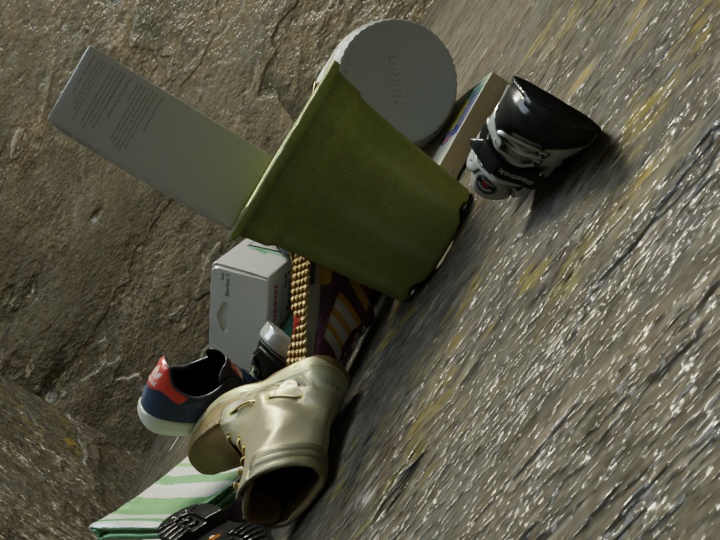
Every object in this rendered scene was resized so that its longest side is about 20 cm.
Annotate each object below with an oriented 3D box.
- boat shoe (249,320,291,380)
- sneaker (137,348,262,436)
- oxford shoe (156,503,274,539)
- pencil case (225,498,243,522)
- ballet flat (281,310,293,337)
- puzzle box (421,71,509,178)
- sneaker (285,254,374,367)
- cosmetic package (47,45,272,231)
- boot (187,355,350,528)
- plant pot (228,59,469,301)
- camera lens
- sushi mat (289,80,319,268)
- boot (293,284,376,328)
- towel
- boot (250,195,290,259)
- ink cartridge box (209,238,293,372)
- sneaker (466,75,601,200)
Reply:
[{"bbox_3d":[-0.092,0.115,1.211,0.064,0.071,0.200,-46,-14,-10],"label":"boat shoe"},{"bbox_3d":[-0.132,0.127,1.112,0.075,0.198,0.085,46,124,48],"label":"sneaker"},{"bbox_3d":[-0.109,0.264,0.908,0.072,0.085,0.200,-24,13,-23],"label":"oxford shoe"},{"bbox_3d":[-0.159,0.274,1.129,0.085,0.084,0.200,-35,11,2],"label":"pencil case"},{"bbox_3d":[-0.044,0.033,1.379,0.201,0.070,0.071,-60,8,-22],"label":"ballet flat"},{"bbox_3d":[0.103,-0.149,1.249,0.134,0.025,0.200,-60,8,-11],"label":"puzzle box"},{"bbox_3d":[-0.026,0.070,1.103,0.075,0.089,0.202,166,109,-69],"label":"sneaker"},{"bbox_3d":[-0.193,-0.123,1.029,0.085,0.199,0.108,-61,10,-4],"label":"cosmetic package"},{"bbox_3d":[-0.100,0.179,0.995,0.199,0.073,0.156,-29,27,24],"label":"boot"},{"bbox_3d":[-0.001,-0.072,1.035,0.201,0.183,0.201,-58,8,12],"label":"plant pot"},{"bbox_3d":[0.027,-0.215,1.297,0.161,0.159,0.200,-59,8,-5],"label":"camera lens"},{"bbox_3d":[-0.059,-0.104,1.186,0.096,0.012,0.202,84,-167,-61],"label":"sushi mat"},{"bbox_3d":[0.000,0.000,1.191,0.144,0.072,0.201,-50,9,43],"label":"boot"},{"bbox_3d":[-0.172,0.225,1.112,0.151,0.024,0.200,-12,13,32],"label":"towel"},{"bbox_3d":[-0.027,-0.080,1.376,0.182,0.198,0.073,-138,45,-55],"label":"boot"},{"bbox_3d":[-0.116,0.027,1.400,0.200,0.083,0.146,-44,-36,-57],"label":"ink cartridge box"},{"bbox_3d":[0.119,-0.088,0.774,0.089,0.074,0.200,-58,-2,7],"label":"sneaker"}]
